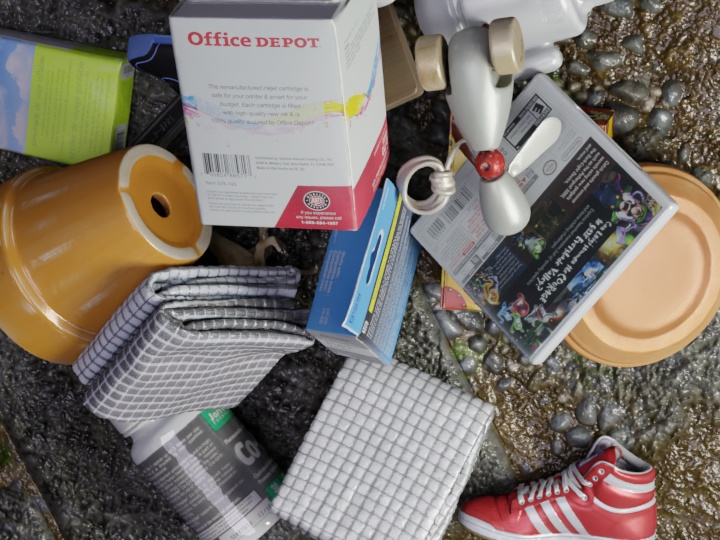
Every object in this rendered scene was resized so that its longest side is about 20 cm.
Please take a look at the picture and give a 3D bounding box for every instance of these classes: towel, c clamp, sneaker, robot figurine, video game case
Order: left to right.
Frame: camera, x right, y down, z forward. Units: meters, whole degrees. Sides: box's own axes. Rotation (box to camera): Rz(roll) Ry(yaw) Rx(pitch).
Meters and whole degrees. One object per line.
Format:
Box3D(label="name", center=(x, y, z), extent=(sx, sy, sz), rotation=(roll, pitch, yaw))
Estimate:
Box3D(label="c clamp", center=(-0.170, -0.084, 1.699), extent=(0.171, 0.027, 0.200), rotation=(55, 131, 15))
Box3D(label="towel", center=(-0.158, 0.076, 1.643), extent=(0.166, 0.200, 0.086), rotation=(-49, 55, 37))
Box3D(label="sneaker", center=(-0.137, -0.172, 1.578), extent=(0.200, 0.070, 0.078), rotation=(13, 88, 20))
Box3D(label="towel", center=(0.025, 0.196, 1.680), extent=(0.165, 0.086, 0.200), rotation=(25, 81, 7))
Box3D(label="robot figurine", center=(0.135, -0.259, 1.546), extent=(0.200, 0.113, 0.170), rotation=(-14, 84, 18))
Box3D(label="video game case", center=(0.164, -0.047, 1.529), extent=(0.182, 0.023, 0.200), rotation=(48, 113, 22))
Box3D(label="sneaker", center=(0.200, 0.221, 1.682), extent=(0.200, 0.071, 0.113), rotation=(5, 110, 6))

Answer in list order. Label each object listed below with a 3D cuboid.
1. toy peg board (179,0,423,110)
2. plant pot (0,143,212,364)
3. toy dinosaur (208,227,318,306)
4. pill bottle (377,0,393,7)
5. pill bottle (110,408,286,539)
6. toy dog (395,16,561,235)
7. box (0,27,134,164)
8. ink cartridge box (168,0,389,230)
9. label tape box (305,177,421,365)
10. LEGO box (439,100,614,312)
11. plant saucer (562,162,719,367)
Box3D(label="toy peg board", center=(-0.047, -0.223, 1.631), extent=(0.200, 0.098, 0.199), rotation=(-22, 83, 20))
Box3D(label="plant pot", center=(-0.254, -0.032, 1.653), extent=(0.183, 0.200, 0.200), rotation=(-28, 96, 32))
Box3D(label="toy dinosaur", center=(-0.112, -0.005, 1.715), extent=(0.101, 0.058, 0.200), rotation=(-42, 91, 23))
Box3D(label="pill bottle", center=(0.018, -0.336, 1.505), extent=(0.112, 0.200, 0.113), rotation=(10, 148, 6))
Box3D(label="pill bottle", center=(-0.168, 0.196, 1.756), extent=(0.113, 0.113, 0.200), rotation=(-40, 93, 21))
Box3D(label="toy dog", center=(0.113, -0.141, 1.491), extent=(0.132, 0.096, 0.200), rotation=(14, 120, 13))
Box3D(label="box", center=(-0.339, -0.182, 1.734), extent=(0.200, 0.048, 0.122), rotation=(13, 107, 12))
Box3D(label="ink cartridge box", center=(-0.064, -0.156, 1.433), extent=(0.145, 0.145, 0.200), rotation=(4, 124, 14))
Box3D(label="label tape box", center=(0.000, 0.000, 1.571), extent=(0.066, 0.200, 0.143), rotation=(13, 80, 16))
Box3D(label="LEGO box", center=(0.161, -0.058, 1.613), extent=(0.149, 0.077, 0.200), rotation=(7, 107, 14))
Box3D(label="plant saucer", center=(0.265, -0.001, 1.568), extent=(0.200, 0.037, 0.200), rotation=(-5, 108, -16))
